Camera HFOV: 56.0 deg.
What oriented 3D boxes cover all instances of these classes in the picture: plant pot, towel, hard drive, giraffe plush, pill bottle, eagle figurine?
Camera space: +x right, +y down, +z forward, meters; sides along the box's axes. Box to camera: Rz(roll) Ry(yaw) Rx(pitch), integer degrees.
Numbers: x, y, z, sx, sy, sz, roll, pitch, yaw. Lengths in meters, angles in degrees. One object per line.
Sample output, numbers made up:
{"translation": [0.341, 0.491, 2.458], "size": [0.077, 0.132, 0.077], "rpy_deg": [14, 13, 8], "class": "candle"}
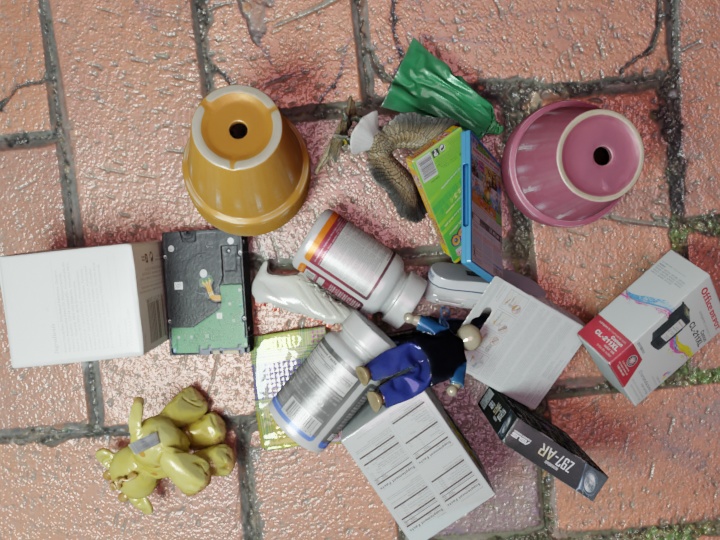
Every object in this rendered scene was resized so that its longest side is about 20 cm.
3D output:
{"translation": [0.330, -0.165, 1.025], "size": [0.197, 0.179, 0.203], "rpy_deg": [0, 93, -1], "class": "plant pot"}
{"translation": [-0.108, 0.200, 1.131], "size": [0.142, 0.023, 0.203], "rpy_deg": [-8, 93, 1], "class": "towel"}
{"translation": [-0.246, 0.035, 1.099], "size": [0.138, 0.038, 0.203], "rpy_deg": [-4, 92, 10], "class": "hard drive"}
{"translation": [-0.325, 0.302, 1.079], "size": [0.162, 0.199, 0.174], "rpy_deg": [-42, 61, 26], "class": "giraffe plush"}
{"translation": [-0.038, 0.167, 1.039], "size": [0.114, 0.114, 0.200], "rpy_deg": [40, 92, -3], "class": "pill bottle"}
{"translation": [0.053, -0.185, 1.047], "size": [0.198, 0.152, 0.152], "rpy_deg": [26, 54, -8], "class": "eagle figurine"}
{"translation": [-0.173, -0.173, 0.998], "size": [0.197, 0.183, 0.203], "rpy_deg": [1, 77, -3], "class": "plant pot"}
{"translation": [0.000, 0.000, 1.072], "size": [0.199, 0.110, 0.110], "rpy_deg": [34, 93, -3], "class": "pill bottle"}

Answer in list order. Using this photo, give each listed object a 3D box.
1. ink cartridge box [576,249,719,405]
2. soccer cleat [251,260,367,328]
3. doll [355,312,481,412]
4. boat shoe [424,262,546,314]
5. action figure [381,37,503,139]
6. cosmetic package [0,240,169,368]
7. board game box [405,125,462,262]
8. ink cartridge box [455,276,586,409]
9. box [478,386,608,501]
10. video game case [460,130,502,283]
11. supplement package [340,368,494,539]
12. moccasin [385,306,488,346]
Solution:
{"translation": [0.459, 0.090, 1.061], "size": [0.200, 0.083, 0.146], "rpy_deg": [-42, 128, 3], "class": "ink cartridge box"}
{"translation": [-0.079, 0.042, 1.098], "size": [0.197, 0.069, 0.079], "rpy_deg": [16, 90, 1], "class": "soccer cleat"}
{"translation": [0.093, 0.125, 0.983], "size": [0.198, 0.049, 0.138], "rpy_deg": [-21, 74, -20], "class": "doll"}
{"translation": [0.201, 0.036, 1.103], "size": [0.197, 0.074, 0.066], "rpy_deg": [12, 122, -5], "class": "boat shoe"}
{"translation": [0.142, -0.267, 1.082], "size": [0.198, 0.055, 0.119], "rpy_deg": [27, 92, -9], "class": "action figure"}
{"translation": [-0.416, 0.046, 1.047], "size": [0.197, 0.165, 0.167], "rpy_deg": [-5, 94, -1], "class": "cosmetic package"}
{"translation": [0.146, -0.114, 1.059], "size": [0.095, 0.030, 0.201], "rpy_deg": [-35, 121, -12], "class": "board game box"}
{"translation": [0.243, 0.110, 1.078], "size": [0.199, 0.057, 0.164], "rpy_deg": [29, 103, -14], "class": "ink cartridge box"}
{"translation": [0.274, 0.257, 1.046], "size": [0.159, 0.200, 0.044], "rpy_deg": [33, 94, -3], "class": "box"}
{"translation": [0.185, -0.091, 1.028], "size": [0.018, 0.143, 0.203], "rpy_deg": [-6, 73, 30], "class": "video game case"}
{"translation": [0.085, 0.284, 1.070], "size": [0.150, 0.152, 0.201], "rpy_deg": [-34, 94, 3], "class": "supplement package"}
{"translation": [0.116, 0.107, 1.094], "size": [0.198, 0.080, 0.069], "rpy_deg": [-20, 99, 0], "class": "moccasin"}
